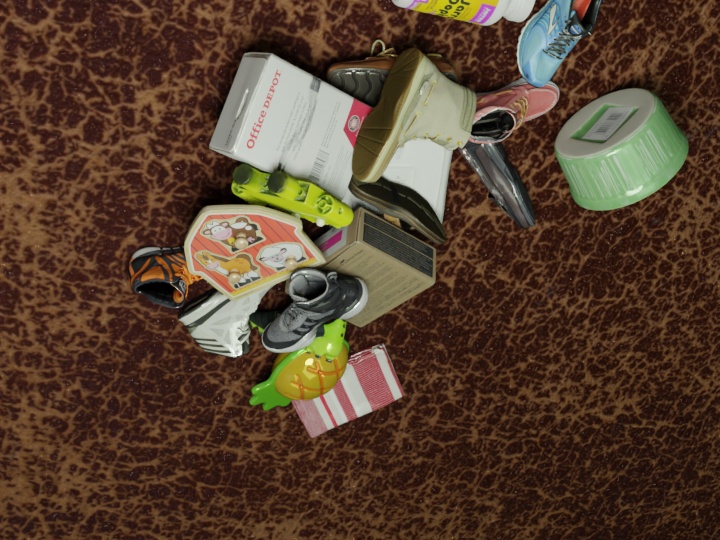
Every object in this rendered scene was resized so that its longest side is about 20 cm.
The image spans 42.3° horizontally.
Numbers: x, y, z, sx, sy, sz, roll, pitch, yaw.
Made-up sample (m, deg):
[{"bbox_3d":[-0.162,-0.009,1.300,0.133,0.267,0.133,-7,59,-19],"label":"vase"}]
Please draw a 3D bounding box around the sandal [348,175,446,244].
[{"bbox_3d":[0.053,-0.095,1.482,0.199,0.082,0.055,23,130,-29],"label":"sandal"}]

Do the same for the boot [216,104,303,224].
[{"bbox_3d":[-0.154,-0.149,1.423,0.197,0.074,0.163,16,115,-30],"label":"boot"}]

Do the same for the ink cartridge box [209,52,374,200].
[{"bbox_3d":[-0.096,-0.203,1.322,0.199,0.083,0.146,21,90,-38],"label":"ink cartridge box"}]

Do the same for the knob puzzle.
[{"bbox_3d":[-0.172,-0.028,1.376,0.217,0.031,0.221,-4,143,-3],"label":"knob puzzle"}]

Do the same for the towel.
[{"bbox_3d":[-0.026,0.227,1.736,0.199,0.023,0.145,-23,126,0],"label":"towel"}]

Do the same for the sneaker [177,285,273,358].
[{"bbox_3d":[-0.191,0.070,1.537,0.199,0.076,0.116,-28,107,14],"label":"sneaker"}]

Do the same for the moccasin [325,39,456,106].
[{"bbox_3d":[0.044,-0.296,1.389,0.200,0.078,0.074,-10,140,-14],"label":"moccasin"}]

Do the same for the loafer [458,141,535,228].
[{"bbox_3d":[0.228,-0.148,1.545,0.063,0.072,0.201,-20,122,22],"label":"loafer"}]

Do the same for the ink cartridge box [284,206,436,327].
[{"bbox_3d":[0.000,0.000,1.514,0.164,0.076,0.200,28,140,-28],"label":"ink cartridge box"}]

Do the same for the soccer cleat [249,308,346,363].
[{"bbox_3d":[-0.104,0.089,1.547,0.067,0.199,0.082,29,81,-54],"label":"soccer cleat"}]

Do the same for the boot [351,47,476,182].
[{"bbox_3d":[0.083,-0.200,1.357,0.154,0.072,0.201,23,93,-42],"label":"boot"}]

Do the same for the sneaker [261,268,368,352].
[{"bbox_3d":[-0.094,0.056,1.445,0.199,0.076,0.114,-30,147,20],"label":"sneaker"}]

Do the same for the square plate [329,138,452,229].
[{"bbox_3d":[0.055,-0.150,1.509,0.198,0.029,0.200,-3,123,-15],"label":"square plate"}]

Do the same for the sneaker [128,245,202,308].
[{"bbox_3d":[-0.264,0.008,1.468,0.198,0.112,0.078,-12,125,-8],"label":"sneaker"}]

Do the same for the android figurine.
[{"bbox_3d":[-0.094,-0.101,1.338,0.200,0.181,0.041,29,77,-61],"label":"android figurine"}]

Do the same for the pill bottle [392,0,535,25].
[{"bbox_3d":[0.147,-0.409,1.320,0.198,0.105,0.105,6,120,-19],"label":"pill bottle"}]

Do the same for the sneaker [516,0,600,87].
[{"bbox_3d":[0.303,-0.367,1.400,0.078,0.090,0.201,12,119,-23],"label":"sneaker"}]

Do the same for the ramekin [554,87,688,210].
[{"bbox_3d":[0.407,-0.199,1.480,0.199,0.200,0.098,-34,118,8],"label":"ramekin"}]

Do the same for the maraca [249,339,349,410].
[{"bbox_3d":[-0.106,0.180,1.626,0.199,0.107,0.137,-38,145,10],"label":"maraca"}]

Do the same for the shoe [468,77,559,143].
[{"bbox_3d":[0.235,-0.246,1.454,0.198,0.091,0.072,-13,124,-14],"label":"shoe"}]
